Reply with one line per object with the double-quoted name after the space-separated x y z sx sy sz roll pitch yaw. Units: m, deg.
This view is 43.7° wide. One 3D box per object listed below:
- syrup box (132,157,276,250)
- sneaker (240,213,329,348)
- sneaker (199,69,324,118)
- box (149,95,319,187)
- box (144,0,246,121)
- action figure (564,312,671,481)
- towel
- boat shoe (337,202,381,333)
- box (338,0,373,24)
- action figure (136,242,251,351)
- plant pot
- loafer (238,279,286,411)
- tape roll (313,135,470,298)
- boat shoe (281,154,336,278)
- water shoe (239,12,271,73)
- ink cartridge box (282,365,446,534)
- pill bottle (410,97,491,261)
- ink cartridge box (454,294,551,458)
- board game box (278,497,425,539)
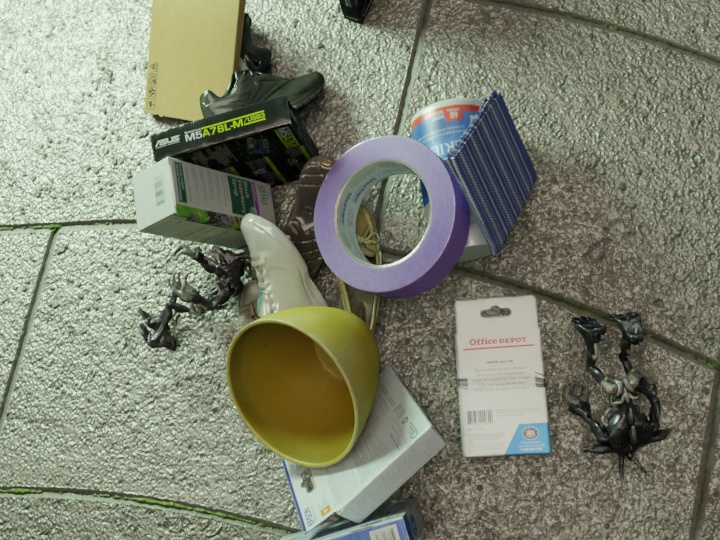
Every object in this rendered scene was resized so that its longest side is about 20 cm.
-0.209 -0.087 1.232 0.081 0.199 0.080 -20 72 34 "syrup box"
-0.114 0.021 1.209 0.088 0.075 0.202 -40 110 -22 "sneaker"
-0.140 -0.253 1.289 0.198 0.076 0.092 -29 98 -25 "sneaker"
-0.165 -0.161 1.243 0.190 0.200 0.048 -17 75 7 "box"
-0.247 -0.324 1.332 0.161 0.021 0.204 13 102 25 "box"
0.325 0.155 1.137 0.117 0.102 0.204 -10 102 1 "action figure"
0.173 -0.132 1.174 0.024 0.201 0.146 -14 116 36 "towel"
-0.002 0.001 1.240 0.072 0.063 0.205 5 80 -12 "boat shoe"
0.005 -0.461 1.278 0.036 0.200 0.145 23 83 10 "box"
-0.231 0.021 1.259 0.199 0.119 0.102 -41 112 9 "action figure"
-0.052 0.126 1.152 0.197 0.142 0.203 15 120 27 "plant pot"
-0.128 0.104 1.250 0.071 0.063 0.203 -19 76 8 "loafer"
0.040 -0.068 1.165 0.197 0.065 0.204 -5 79 25 "tape roll"
-0.071 -0.065 1.275 0.075 0.072 0.203 23 102 -1 "boat shoe"
-0.207 -0.372 1.374 0.078 0.072 0.202 -29 79 -18 "water shoe"
-0.002 0.232 1.142 0.199 0.200 0.041 -40 110 0 "ink cartridge box"
0.136 -0.121 1.227 0.110 0.112 0.204 -11 76 7 "pill bottle"
0.185 0.141 1.184 0.114 0.068 0.204 -4 78 9 "ink cartridge box"
-0.024 0.338 1.112 0.197 0.199 0.044 -18 81 6 "board game box"
